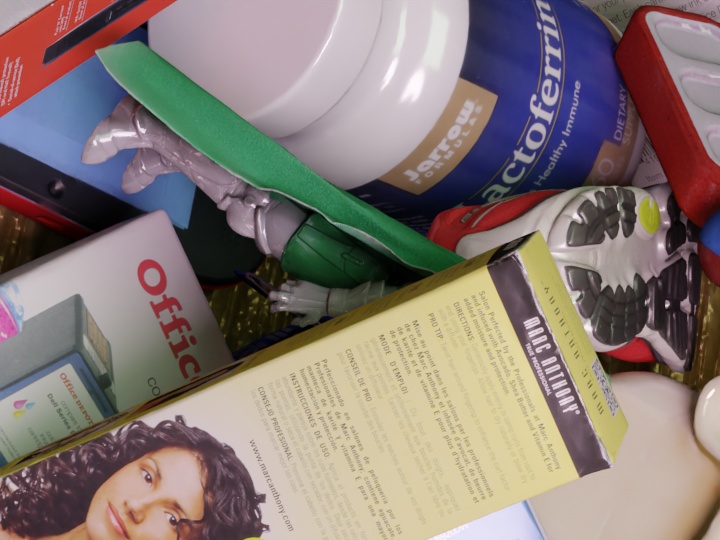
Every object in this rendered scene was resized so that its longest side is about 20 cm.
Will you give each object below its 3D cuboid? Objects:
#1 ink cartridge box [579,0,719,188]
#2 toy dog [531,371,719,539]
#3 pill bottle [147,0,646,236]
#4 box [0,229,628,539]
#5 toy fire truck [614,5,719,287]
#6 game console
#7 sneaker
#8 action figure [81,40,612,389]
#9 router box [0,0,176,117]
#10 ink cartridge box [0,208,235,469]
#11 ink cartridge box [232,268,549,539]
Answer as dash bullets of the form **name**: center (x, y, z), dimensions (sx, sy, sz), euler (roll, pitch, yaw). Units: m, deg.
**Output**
- **ink cartridge box**: center (0.156, -0.123, 1.131), dimensions (0.200, 0.146, 0.083), euler (54, 47, -14)
- **toy dog**: center (0.145, 0.124, 1.051), dimensions (0.200, 0.193, 0.140), euler (38, 71, -59)
- **pill bottle**: center (0.016, -0.077, 1.004), dimensions (0.200, 0.115, 0.116), euler (19, 67, -50)
- **box**: center (-0.021, 0.061, 0.810), dimensions (0.076, 0.199, 0.050), euler (64, 14, -3)
- **toy fire truck**: center (0.192, -0.020, 0.985), dimensions (0.167, 0.112, 0.200), euler (9, 40, -20)
- **game console**: center (-0.106, -0.099, 0.998), dimensions (0.200, 0.031, 0.178), euler (27, 63, -31)
- **sneaker**: center (0.081, -0.003, 0.995), dimensions (0.200, 0.085, 0.077), euler (16, 77, -66)
- **action figure**: center (0.000, 0.000, 0.867), dimensions (0.055, 0.200, 0.118), euler (-59, 161, -1)
- **router box**: center (-0.174, -0.136, 0.880), dimensions (0.200, 0.049, 0.179), euler (39, 51, 15)
- **ink cartridge box**: center (-0.131, 0.084, 0.896), dimensions (0.200, 0.087, 0.146), euler (-27, 95, -41)
- **ink cartridge box**: center (0.015, 0.083, 0.970), dimensions (0.076, 0.136, 0.201), euler (-24, 95, -7)
